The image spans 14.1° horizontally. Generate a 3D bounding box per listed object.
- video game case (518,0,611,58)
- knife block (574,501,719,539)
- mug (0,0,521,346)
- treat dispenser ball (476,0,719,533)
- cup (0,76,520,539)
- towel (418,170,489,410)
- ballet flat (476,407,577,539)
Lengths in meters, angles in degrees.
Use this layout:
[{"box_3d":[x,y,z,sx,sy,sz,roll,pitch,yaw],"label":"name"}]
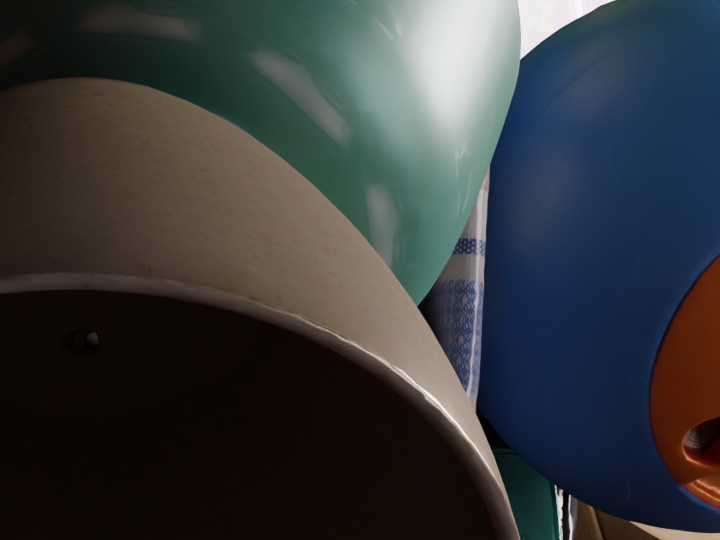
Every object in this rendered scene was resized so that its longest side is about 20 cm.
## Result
[{"box_3d":[0.062,-0.138,1.165,0.200,0.023,0.183,-31,114,-48],"label":"video game case"},{"box_3d":[0.083,0.168,1.254,0.176,0.200,0.064,-63,173,18],"label":"knife block"},{"box_3d":[-0.056,-0.047,0.804,0.115,0.184,0.152,-68,174,-48],"label":"mug"},{"box_3d":[0.127,-0.004,1.072,0.201,0.200,0.202,-3,90,-72],"label":"treat dispenser ball"},{"box_3d":[-0.067,0.035,0.688,0.144,0.199,0.201,-96,170,-51],"label":"cup"},{"box_3d":[0.021,0.006,1.013,0.147,0.024,0.201,143,-49,-79],"label":"towel"},{"box_3d":[0.058,0.077,1.163,0.073,0.073,0.201,63,29,-51],"label":"ballet flat"}]
